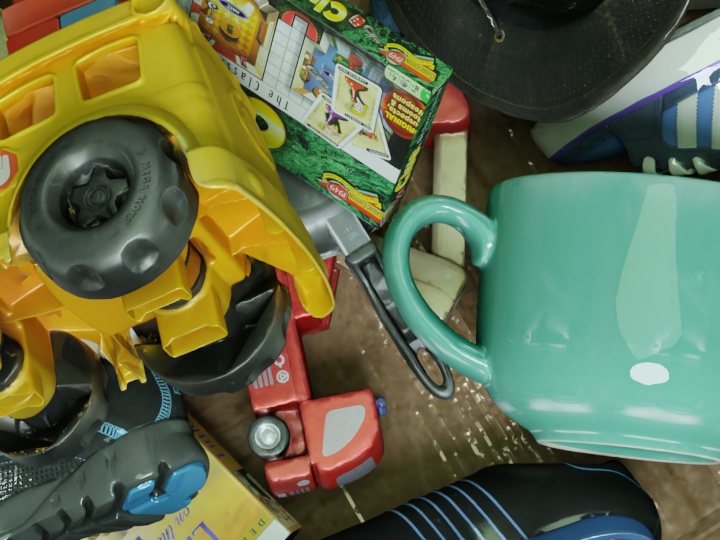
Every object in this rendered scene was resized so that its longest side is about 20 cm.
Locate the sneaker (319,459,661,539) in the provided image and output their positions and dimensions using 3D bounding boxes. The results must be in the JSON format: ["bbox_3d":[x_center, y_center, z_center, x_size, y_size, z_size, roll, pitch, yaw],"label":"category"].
[{"bbox_3d":[0.043,0.136,0.887,0.198,0.078,0.071,-8,116,2],"label":"sneaker"}]

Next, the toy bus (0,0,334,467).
[{"bbox_3d":[-0.133,-0.036,0.806,0.198,0.136,0.193,-24,60,9],"label":"toy bus"}]

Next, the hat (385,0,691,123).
[{"bbox_3d":[0.096,-0.164,0.871,0.080,0.200,0.202,-9,75,-41],"label":"hat"}]

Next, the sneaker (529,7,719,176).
[{"bbox_3d":[0.193,-0.052,0.899,0.199,0.081,0.147,-26,95,28],"label":"sneaker"}]

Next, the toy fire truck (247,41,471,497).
[{"bbox_3d":[0.000,0.000,0.927,0.140,0.049,0.202,-13,79,1],"label":"toy fire truck"}]

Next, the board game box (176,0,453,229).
[{"bbox_3d":[-0.057,-0.106,0.845,0.199,0.105,0.024,33,58,9],"label":"board game box"}]

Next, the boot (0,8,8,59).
[{"bbox_3d":[-0.173,-0.115,0.945,0.154,0.073,0.202,13,82,6],"label":"boot"}]

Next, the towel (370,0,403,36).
[{"bbox_3d":[0.057,-0.211,0.963,0.110,0.049,0.202,-1,80,4],"label":"towel"}]

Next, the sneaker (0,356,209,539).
[{"bbox_3d":[-0.167,0.102,0.874,0.198,0.073,0.082,-25,65,6],"label":"sneaker"}]

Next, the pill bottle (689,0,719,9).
[{"bbox_3d":[0.165,-0.237,0.929,0.111,0.112,0.202,-4,81,2],"label":"pill bottle"}]

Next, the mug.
[{"bbox_3d":[0.114,0.026,0.869,0.183,0.152,0.116,2,81,26],"label":"mug"}]

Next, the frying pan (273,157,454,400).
[{"bbox_3d":[-0.026,-0.025,0.895,0.114,0.031,0.192,-10,75,2],"label":"frying pan"}]

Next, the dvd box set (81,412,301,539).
[{"bbox_3d":[-0.147,0.108,0.912,0.200,0.029,0.146,44,97,9],"label":"dvd box set"}]
